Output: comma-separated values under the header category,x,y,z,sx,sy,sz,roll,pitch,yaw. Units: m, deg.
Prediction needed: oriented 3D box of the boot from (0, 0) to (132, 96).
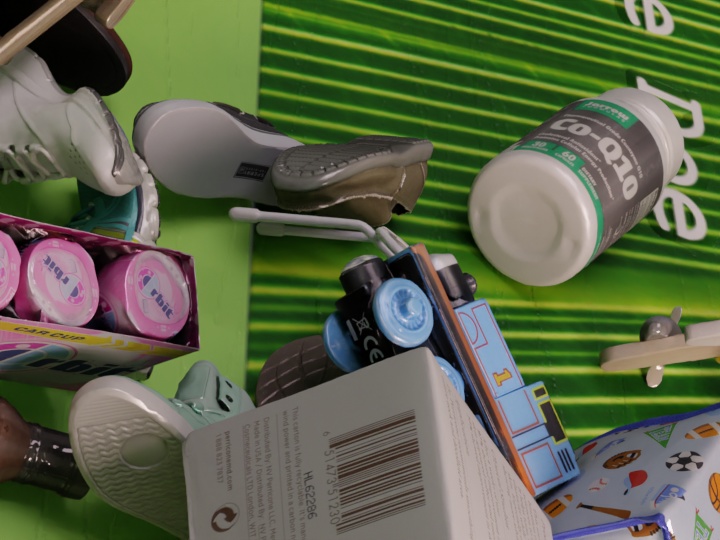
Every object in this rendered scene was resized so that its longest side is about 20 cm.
category,x,y,z,sx,sy,sz,roll,pitch,yaw
boot,-0.203,-0.221,1.833,0.188,0.069,0.200,33,33,18

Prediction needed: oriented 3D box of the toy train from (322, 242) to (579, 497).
category,x,y,z,sx,sy,sz,roll,pitch,yaw
toy train,0.056,0.076,1.551,0.114,0.087,0.200,-19,82,-42

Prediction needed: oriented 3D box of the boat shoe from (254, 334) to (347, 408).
category,x,y,z,sx,sy,sz,roll,pitch,yaw
boat shoe,-0.029,0.121,1.592,0.076,0.072,0.200,-8,37,4

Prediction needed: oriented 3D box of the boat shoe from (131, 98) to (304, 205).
category,x,y,z,sx,sy,sz,roll,pitch,yaw
boat shoe,-0.108,-0.090,1.733,0.057,0.069,0.200,39,12,31

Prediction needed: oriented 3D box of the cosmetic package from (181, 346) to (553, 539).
category,x,y,z,sx,sy,sz,roll,pitch,yaw
cosmetic package,0.014,0.187,1.404,0.167,0.166,0.200,-97,159,-44

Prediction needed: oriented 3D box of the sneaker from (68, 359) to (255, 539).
category,x,y,z,sx,sy,sz,roll,pitch,yaw
sneaker,-0.123,0.095,1.494,0.200,0.074,0.118,48,23,-46

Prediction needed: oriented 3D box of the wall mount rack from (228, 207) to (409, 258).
category,x,y,z,sx,sy,sz,roll,pitch,yaw
wall mount rack,0.000,0.000,1.696,0.174,0.075,0.200,45,1,8

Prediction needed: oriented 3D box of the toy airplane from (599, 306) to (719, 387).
category,x,y,z,sx,sy,sz,roll,pitch,yaw
toy airplane,0.310,0.049,1.821,0.200,0.199,0.141,19,50,-18

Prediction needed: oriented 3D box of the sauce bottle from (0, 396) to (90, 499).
category,x,y,z,sx,sy,sz,roll,pitch,yaw
sauce bottle,-0.257,0.097,1.442,0.200,0.065,0.065,19,40,-22

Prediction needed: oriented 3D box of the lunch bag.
category,x,y,z,sx,sy,sz,roll,pitch,yaw
lunch bag,0.165,0.184,1.583,0.170,0.200,0.124,-39,110,-53

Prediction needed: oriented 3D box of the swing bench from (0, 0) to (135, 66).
category,x,y,z,sx,sy,sz,roll,pitch,yaw
swing bench,-0.269,-0.243,1.659,0.200,0.130,0.199,-29,48,-35

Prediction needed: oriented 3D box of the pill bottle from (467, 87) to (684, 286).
category,x,y,z,sx,sy,sz,roll,pitch,yaw
pill bottle,0.178,-0.073,1.919,0.113,0.113,0.200,42,38,9

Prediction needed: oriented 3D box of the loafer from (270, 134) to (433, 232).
category,x,y,z,sx,sy,sz,roll,pitch,yaw
loafer,-0.001,-0.060,1.772,0.075,0.070,0.200,7,11,29

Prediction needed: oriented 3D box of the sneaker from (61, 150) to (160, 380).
category,x,y,z,sx,sy,sz,roll,pitch,yaw
sneaker,-0.179,-0.013,1.616,0.080,0.078,0.200,8,44,-18

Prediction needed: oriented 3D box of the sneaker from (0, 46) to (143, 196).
category,x,y,z,sx,sy,sz,roll,pitch,yaw
sneaker,-0.217,-0.086,1.621,0.087,0.075,0.200,-37,36,-18

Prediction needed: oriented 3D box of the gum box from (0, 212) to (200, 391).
category,x,y,z,sx,sy,sz,roll,pitch,yaw
gum box,-0.208,0.019,1.437,0.200,0.113,0.066,13,66,-47
